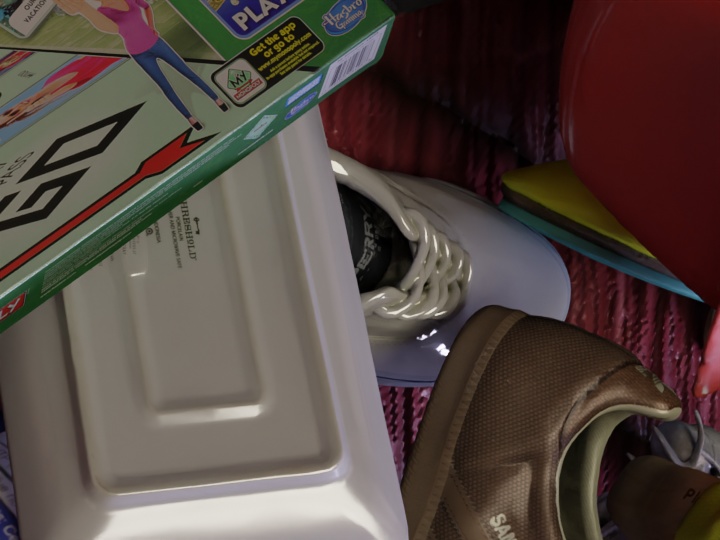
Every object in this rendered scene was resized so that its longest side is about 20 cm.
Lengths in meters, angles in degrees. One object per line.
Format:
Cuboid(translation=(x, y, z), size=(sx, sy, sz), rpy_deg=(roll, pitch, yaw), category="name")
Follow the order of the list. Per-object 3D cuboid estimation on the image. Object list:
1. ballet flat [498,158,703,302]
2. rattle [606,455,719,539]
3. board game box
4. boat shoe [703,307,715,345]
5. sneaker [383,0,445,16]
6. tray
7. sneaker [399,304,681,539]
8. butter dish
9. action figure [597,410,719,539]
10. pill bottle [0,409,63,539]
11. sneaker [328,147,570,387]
Cuboid(translation=(0.143, -0.007, 0.913), size=(0.200, 0.067, 0.067), rpy_deg=(28, 94, -13), category="ballet flat")
Cuboid(translation=(0.187, 0.098, 0.902), size=(0.200, 0.130, 0.143), rpy_deg=(39, 63, -25), category="rattle")
Cuboid(translation=(-0.107, -0.060, 0.743), size=(0.200, 0.029, 0.135), rpy_deg=(-38, 77, -26), category="board game box")
Cuboid(translation=(0.198, -0.033, 0.965), size=(0.072, 0.065, 0.200), rpy_deg=(9, 116, -47), category="boat shoe")
Cuboid(translation=(0.039, -0.164, 0.863), size=(0.200, 0.086, 0.080), rpy_deg=(-38, 153, -6), category="sneaker")
Cuboid(translation=(-0.054, -0.009, 0.756), size=(0.107, 0.022, 0.200), rpy_deg=(-6, 63, -13), category="tray")
Cuboid(translation=(0.042, 0.114, 0.842), size=(0.070, 0.075, 0.201), rpy_deg=(9, 97, -71), category="sneaker")
Cuboid(translation=(0.121, -0.096, 0.816), size=(0.200, 0.148, 0.200), rpy_deg=(-51, 164, -26), category="butter dish")
Cuboid(translation=(0.155, 0.122, 0.976), size=(0.130, 0.069, 0.200), rpy_deg=(-25, 123, 18), category="action figure")
Cuboid(translation=(-0.097, 0.102, 0.771), size=(0.200, 0.120, 0.120), rpy_deg=(-23, 111, -32), category="pill bottle")
Cuboid(translation=(0.000, 0.000, 0.856), size=(0.200, 0.071, 0.073), rpy_deg=(12, 91, -38), category="sneaker")
